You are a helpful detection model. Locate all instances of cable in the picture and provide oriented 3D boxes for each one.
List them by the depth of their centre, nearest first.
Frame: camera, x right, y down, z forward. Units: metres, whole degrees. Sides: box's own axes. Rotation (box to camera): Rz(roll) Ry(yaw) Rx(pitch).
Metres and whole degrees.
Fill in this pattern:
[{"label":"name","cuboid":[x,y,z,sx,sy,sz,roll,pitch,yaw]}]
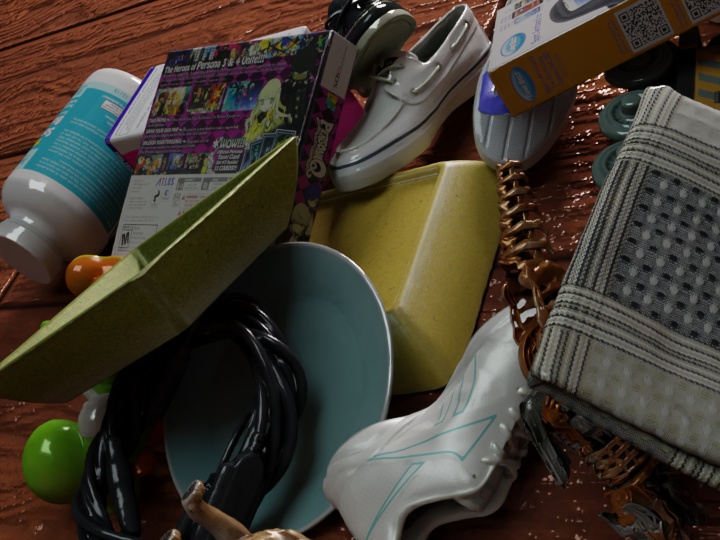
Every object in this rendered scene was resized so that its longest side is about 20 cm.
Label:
[{"label":"cable","cuboid":[-0.114,0.110,0.842,0.162,0.051,0.203,11,77,45]}]

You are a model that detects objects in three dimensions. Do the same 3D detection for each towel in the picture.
[{"label":"towel","cuboid":[0.199,0.019,0.614,0.194,0.198,0.035,-61,-5,-30]}]

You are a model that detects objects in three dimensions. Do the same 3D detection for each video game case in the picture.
[{"label":"video game case","cuboid":[-0.101,-0.087,0.986,0.198,0.036,0.184,2,75,44]}]

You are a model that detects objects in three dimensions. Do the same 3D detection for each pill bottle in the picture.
[{"label":"pill bottle","cuboid":[-0.264,-0.086,1.218,0.110,0.111,0.201,2,51,45]}]

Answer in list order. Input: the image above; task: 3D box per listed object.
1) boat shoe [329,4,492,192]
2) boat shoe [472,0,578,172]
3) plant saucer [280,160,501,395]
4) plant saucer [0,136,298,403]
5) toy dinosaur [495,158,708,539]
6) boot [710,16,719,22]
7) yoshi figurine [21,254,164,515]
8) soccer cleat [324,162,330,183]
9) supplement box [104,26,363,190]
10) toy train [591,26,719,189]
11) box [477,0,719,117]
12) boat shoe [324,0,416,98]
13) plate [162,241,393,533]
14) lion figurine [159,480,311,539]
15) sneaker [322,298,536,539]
[{"label":"boat shoe","cuboid":[0.032,-0.137,0.991,0.073,0.067,0.200,-6,30,44]},{"label":"boat shoe","cuboid":[0.130,-0.153,0.958,0.071,0.071,0.202,16,67,5]},{"label":"plant saucer","cuboid":[0.000,0.000,0.922,0.198,0.049,0.202,-12,42,35]},{"label":"plant saucer","cuboid":[-0.136,0.011,0.860,0.199,0.048,0.200,-31,12,38]},{"label":"toy dinosaur","cuboid":[0.128,0.036,0.655,0.134,0.203,0.102,-23,11,-27]},{"label":"boot","cuboid":[0.285,-0.221,0.896,0.090,0.073,0.200,-38,41,-11]},{"label":"yoshi figurine","cuboid":[-0.209,0.093,0.966,0.112,0.111,0.202,-42,40,34]},{"label":"soccer cleat","cuboid":[-0.110,-0.047,1.060,0.199,0.068,0.081,-37,27,14]},{"label":"supplement box","cuboid":[-0.111,-0.127,1.128,0.198,0.101,0.104,-8,45,39]},{"label":"toy train","cuboid":[0.207,-0.078,0.791,0.112,0.086,0.201,-6,42,21]},{"label":"box","cuboid":[0.159,-0.170,0.836,0.198,0.042,0.120,-23,24,21]},{"label":"boat shoe","cuboid":[0.001,-0.192,1.036,0.074,0.066,0.199,-39,-2,5]},{"label":"plate","cuboid":[-0.053,0.081,0.852,0.198,0.025,0.203,-15,64,34]},{"label":"lion figurine","cuboid":[-0.090,0.202,0.744,0.199,0.122,0.073,-37,18,33]},{"label":"sneaker","cuboid":[0.072,0.094,0.736,0.200,0.070,0.080,-43,42,6]}]
